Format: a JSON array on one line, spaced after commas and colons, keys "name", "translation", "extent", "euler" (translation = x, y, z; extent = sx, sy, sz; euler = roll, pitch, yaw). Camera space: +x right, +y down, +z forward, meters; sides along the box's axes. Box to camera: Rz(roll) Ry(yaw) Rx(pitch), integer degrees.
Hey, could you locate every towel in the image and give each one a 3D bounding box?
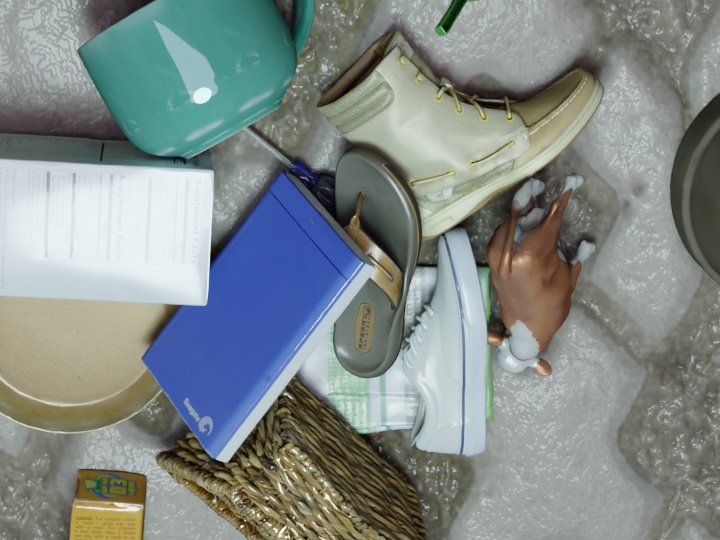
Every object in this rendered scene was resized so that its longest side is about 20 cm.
[{"name": "towel", "translation": [0.014, 0.071, 1.668], "extent": [0.198, 0.031, 0.150], "euler": [-4, 110, -3]}]

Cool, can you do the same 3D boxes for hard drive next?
[{"name": "hard drive", "translation": [-0.085, 0.036, 1.573], "extent": [0.025, 0.132, 0.200], "euler": [24, 108, -47]}]

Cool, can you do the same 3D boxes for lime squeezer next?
[{"name": "lime squeezer", "translation": [0.109, -0.252, 1.546], "extent": [0.038, 0.071, 0.200], "euler": [44, 71, -1]}]

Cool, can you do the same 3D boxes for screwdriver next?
[{"name": "screwdriver", "translation": [-0.069, -0.097, 1.609], "extent": [0.200, 0.029, 0.028], "euler": [39, 102, -10]}]

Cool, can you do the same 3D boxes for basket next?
[{"name": "basket", "translation": [-0.055, 0.209, 1.631], "extent": [0.149, 0.143, 0.200], "euler": [-36, 121, 14]}]

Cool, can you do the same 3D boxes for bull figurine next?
[{"name": "bull figurine", "translation": [0.145, 0.004, 1.603], "extent": [0.065, 0.200, 0.122], "euler": [19, 68, 16]}]

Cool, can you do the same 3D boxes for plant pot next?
[{"name": "plant pot", "translation": [0.366, -0.048, 1.578], "extent": [0.198, 0.174, 0.202], "euler": [-2, 109, -5]}, {"name": "plant pot", "translation": [-0.246, 0.040, 1.639], "extent": [0.198, 0.028, 0.202], "euler": [-1, 109, -4]}]

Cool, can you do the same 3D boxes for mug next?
[{"name": "mug", "translation": [-0.111, -0.164, 1.503], "extent": [0.184, 0.152, 0.115], "euler": [-28, 96, 3]}]

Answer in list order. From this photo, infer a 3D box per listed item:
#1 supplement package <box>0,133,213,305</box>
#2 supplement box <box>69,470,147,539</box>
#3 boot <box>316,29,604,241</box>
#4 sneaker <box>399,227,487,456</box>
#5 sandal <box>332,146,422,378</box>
[{"name": "supplement package", "translation": [-0.217, -0.042, 1.539], "extent": [0.198, 0.114, 0.110], "euler": [3, 104, -6]}, {"name": "supplement box", "translation": [-0.224, 0.279, 1.703], "extent": [0.068, 0.067, 0.202], "euler": [2, 110, -5]}, {"name": "boot", "translation": [0.081, -0.138, 1.579], "extent": [0.199, 0.073, 0.156], "euler": [-35, 108, 13]}, {"name": "sneaker", "translation": [0.067, 0.064, 1.623], "extent": [0.070, 0.073, 0.202], "euler": [-4, 107, -4]}, {"name": "sandal", "translation": [0.000, 0.000, 1.587], "extent": [0.081, 0.054, 0.201], "euler": [21, 117, 27]}]
